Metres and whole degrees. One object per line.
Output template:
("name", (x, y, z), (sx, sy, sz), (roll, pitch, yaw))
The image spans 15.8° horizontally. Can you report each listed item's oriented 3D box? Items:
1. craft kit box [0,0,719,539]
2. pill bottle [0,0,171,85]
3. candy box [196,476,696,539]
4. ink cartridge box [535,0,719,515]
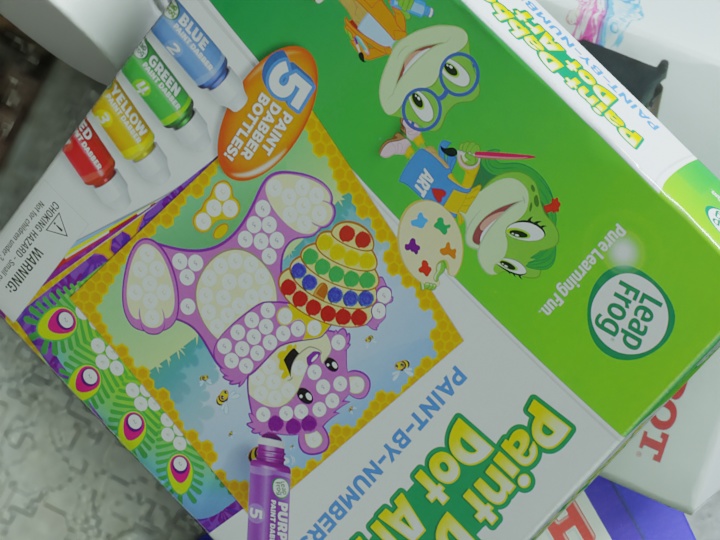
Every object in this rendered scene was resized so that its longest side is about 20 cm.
("craft kit box", (0.000, 0.000, 0.819), (0.197, 0.048, 0.200), (43, 117, 7))
("pill bottle", (-0.052, -0.165, 0.885), (0.111, 0.111, 0.200), (40, 80, -14))
("candy box", (0.052, 0.153, 0.941), (0.169, 0.077, 0.201), (-28, 97, -16))
("ink cartridge box", (0.057, -0.030, 0.863), (0.199, 0.083, 0.146), (23, 110, 19))
